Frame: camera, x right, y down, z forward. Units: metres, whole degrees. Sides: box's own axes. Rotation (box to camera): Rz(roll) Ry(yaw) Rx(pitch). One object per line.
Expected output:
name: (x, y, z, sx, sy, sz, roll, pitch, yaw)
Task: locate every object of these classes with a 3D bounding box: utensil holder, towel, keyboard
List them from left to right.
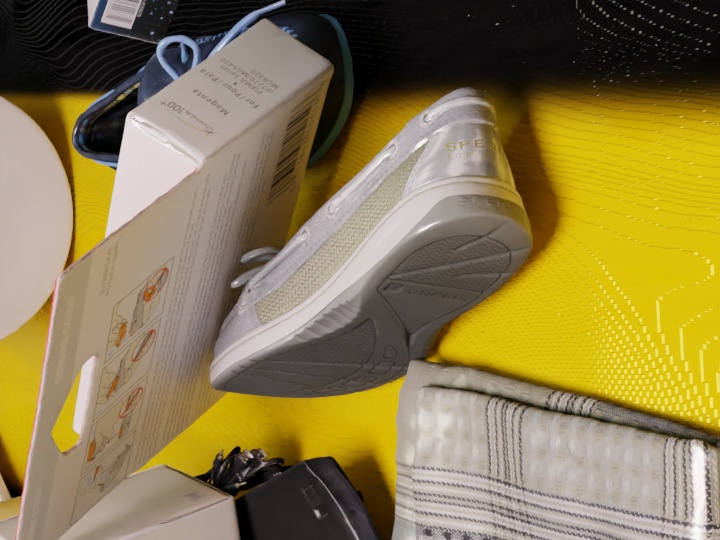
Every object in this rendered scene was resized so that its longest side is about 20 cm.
utensil holder: (-0.285, -0.034, 1.148, 0.200, 0.170, 0.170, 4, 95, 55)
keyboard: (-0.040, 0.127, 0.894, 0.104, 0.040, 0.200, 61, 145, 5)
towel: (0.064, 0.140, 0.713, 0.200, 0.035, 0.193, 10, 100, 58)

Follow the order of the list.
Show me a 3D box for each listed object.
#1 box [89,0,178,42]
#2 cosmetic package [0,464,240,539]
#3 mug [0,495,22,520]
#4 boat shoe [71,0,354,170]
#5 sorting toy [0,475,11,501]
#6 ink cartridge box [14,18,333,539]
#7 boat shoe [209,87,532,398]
box: (-0.083, -0.226, 0.879, 0.137, 0.038, 0.200, -100, 29, -45)
cosmetic package: (-0.103, 0.203, 0.885, 0.071, 0.105, 0.200, 15, 115, 55)
mug: (-0.201, 0.180, 1.033, 0.149, 0.153, 0.187, 50, 133, 46)
boat shoe: (-0.074, -0.068, 0.891, 0.200, 0.069, 0.084, -25, 71, 56)
sorting toy: (-0.280, 0.202, 1.224, 0.200, 0.107, 0.180, 56, 144, 40)
ink cartridge box: (-0.094, 0.015, 0.794, 0.044, 0.174, 0.200, 35, 137, 16)
boat shoe: (-0.001, -0.001, 0.779, 0.202, 0.074, 0.065, -43, 46, 51)
